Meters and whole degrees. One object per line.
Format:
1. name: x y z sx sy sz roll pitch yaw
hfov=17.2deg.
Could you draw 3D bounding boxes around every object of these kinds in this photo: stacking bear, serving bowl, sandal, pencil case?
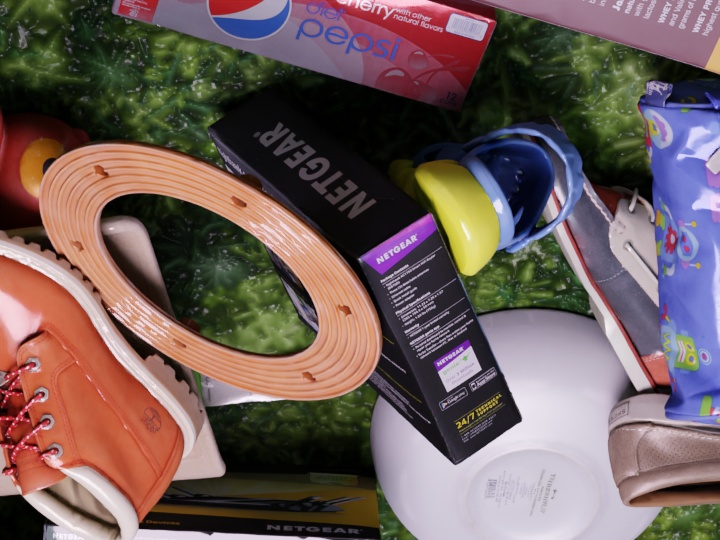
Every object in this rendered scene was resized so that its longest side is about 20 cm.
1. stacking bear: -0.243 -0.071 1.322 0.199 0.122 0.114 19 162 -25
2. serving bowl: 0.105 0.122 1.483 0.199 0.066 0.201 1 126 1
3. sandal: 0.069 -0.040 1.300 0.087 0.200 0.080 -27 98 -6
4. pencil case: 0.201 -0.011 1.327 0.078 0.087 0.201 -8 98 -10

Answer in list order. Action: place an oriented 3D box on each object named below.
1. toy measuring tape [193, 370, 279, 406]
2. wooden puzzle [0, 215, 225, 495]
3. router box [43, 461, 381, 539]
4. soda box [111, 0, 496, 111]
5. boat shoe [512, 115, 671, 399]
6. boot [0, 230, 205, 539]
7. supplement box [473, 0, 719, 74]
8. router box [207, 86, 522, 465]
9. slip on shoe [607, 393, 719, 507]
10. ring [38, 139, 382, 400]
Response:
1. toy measuring tape: -0.110 0.071 1.440 0.199 0.074 0.074 -5 126 8
2. wooden puzzle: -0.187 0.051 1.376 0.184 0.037 0.201 -6 128 15
3. router box: -0.087 0.160 1.453 0.199 0.157 0.053 3 101 -2
4. soda box: -0.029 -0.153 1.280 0.199 0.070 0.064 15 126 -11
5. boat shoe: 0.150 -0.013 1.381 0.062 0.071 0.201 -28 117 6
6. boot: -0.175 0.062 1.288 0.200 0.108 0.075 44 135 -20
7. supplement box: 0.127 -0.235 1.181 0.199 0.133 0.198 14 125 -10
8. router box: 0.000 0.000 1.314 0.051 0.200 0.150 -33 125 -11
9. slip on shoe: 0.243 0.119 1.416 0.199 0.061 0.076 10 151 -15
10. ring: -0.077 -0.001 1.241 0.199 0.019 0.201 21 148 14
